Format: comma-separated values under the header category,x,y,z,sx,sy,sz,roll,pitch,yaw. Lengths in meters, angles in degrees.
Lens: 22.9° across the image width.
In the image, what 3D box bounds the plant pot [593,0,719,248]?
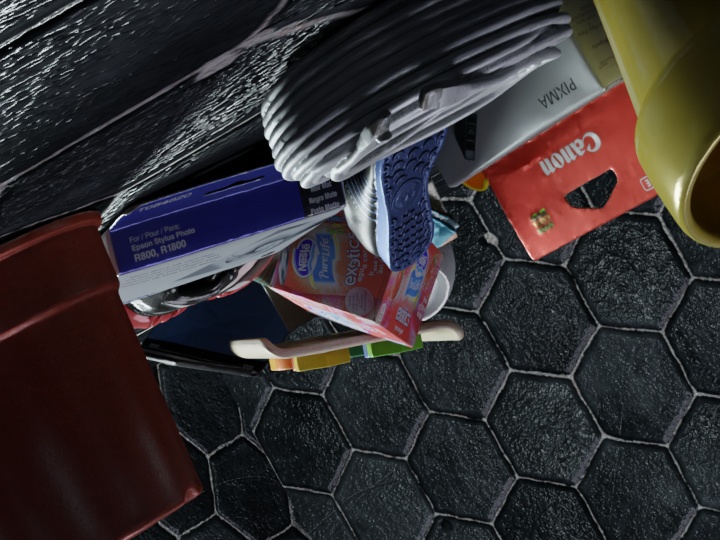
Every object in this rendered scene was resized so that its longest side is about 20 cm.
category,x,y,z,sx,sy,sz,roll,pitch,yaw
plant pot,0.250,-0.148,1.154,0.200,0.189,0.201,-19,147,-13

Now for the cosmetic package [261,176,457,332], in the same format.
category,x,y,z,sx,sy,sz,roll,pitch,yaw
cosmetic package,-0.016,-0.038,1.798,0.200,0.087,0.103,-28,-142,-2

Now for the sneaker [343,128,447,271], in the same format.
category,x,y,z,sx,sy,sz,roll,pitch,yaw
sneaker,0.016,-0.087,1.360,0.070,0.078,0.200,-31,146,-28

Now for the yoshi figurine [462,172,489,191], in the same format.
category,x,y,z,sx,sy,sz,roll,pitch,yaw
yoshi figurine,0.173,-0.155,1.622,0.112,0.112,0.200,7,-125,36

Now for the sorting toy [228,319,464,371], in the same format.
category,x,y,z,sx,sy,sz,roll,pitch,yaw
sorting toy,-0.017,0.075,1.749,0.199,0.037,0.185,-5,179,-15

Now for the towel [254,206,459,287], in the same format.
category,x,y,z,sx,sy,sz,roll,pitch,yaw
towel,-0.012,-0.022,1.712,0.200,0.022,0.147,20,118,-44

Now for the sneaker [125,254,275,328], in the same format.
category,x,y,z,sx,sy,sz,roll,pitch,yaw
sneaker,-0.127,-0.013,1.522,0.200,0.071,0.098,-26,179,-42

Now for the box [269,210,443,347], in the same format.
category,x,y,z,sx,sy,sz,roll,pitch,yaw
box,0.000,0.000,1.570,0.200,0.102,0.095,37,70,-75

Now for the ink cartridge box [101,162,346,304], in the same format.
category,x,y,z,sx,sy,sz,roll,pitch,yaw
ink cartridge box,-0.114,-0.028,1.348,0.199,0.041,0.200,-19,173,-27

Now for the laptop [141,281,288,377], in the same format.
category,x,y,z,sx,sy,sz,roll,pitch,yaw
laptop,-0.180,0.042,1.892,0.187,0.116,0.200,9,177,40

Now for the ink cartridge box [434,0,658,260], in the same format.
category,x,y,z,sx,sy,sz,roll,pitch,yaw
ink cartridge box,0.130,-0.105,1.315,0.043,0.174,0.200,-28,178,-37

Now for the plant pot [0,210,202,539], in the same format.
category,x,y,z,sx,sy,sz,roll,pitch,yaw
plant pot,-0.211,0.095,1.151,0.200,0.196,0.201,-29,179,-1

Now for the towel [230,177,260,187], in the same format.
category,x,y,z,sx,sy,sz,roll,pitch,yaw
towel,-0.019,-0.104,1.486,0.149,0.031,0.200,-32,175,26

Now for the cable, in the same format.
category,x,y,z,sx,sy,sz,roll,pitch,yaw
cable,0.030,-0.118,1.068,0.200,0.069,0.200,-29,180,-37

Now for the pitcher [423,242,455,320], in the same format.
category,x,y,z,sx,sy,sz,roll,pitch,yaw
pitcher,0.005,-0.022,1.929,0.171,0.121,0.200,-21,-140,-5
